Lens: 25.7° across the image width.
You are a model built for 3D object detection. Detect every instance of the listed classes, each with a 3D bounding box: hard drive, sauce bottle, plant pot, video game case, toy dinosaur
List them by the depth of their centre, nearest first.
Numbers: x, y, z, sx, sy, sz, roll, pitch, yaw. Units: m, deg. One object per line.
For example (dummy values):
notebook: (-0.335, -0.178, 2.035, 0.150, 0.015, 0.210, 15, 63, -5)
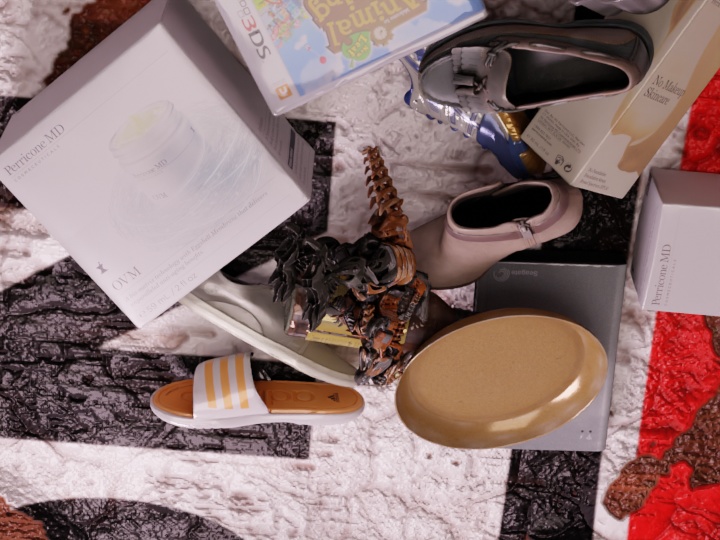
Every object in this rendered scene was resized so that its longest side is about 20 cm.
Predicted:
video game case: (-0.022, -0.244, 1.269, 0.198, 0.022, 0.183, -24, 114, 8)
toy dinosaur: (0.000, 0.000, 1.356, 0.134, 0.102, 0.203, -5, 86, -25)
sauce bottle: (0.030, 0.045, 1.434, 0.198, 0.065, 0.065, 11, 115, -11)
plant pot: (0.126, 0.095, 1.439, 0.197, 0.028, 0.201, -6, 139, -5)
hard drive: (0.173, 0.076, 1.499, 0.138, 0.033, 0.202, 2, 115, -1)

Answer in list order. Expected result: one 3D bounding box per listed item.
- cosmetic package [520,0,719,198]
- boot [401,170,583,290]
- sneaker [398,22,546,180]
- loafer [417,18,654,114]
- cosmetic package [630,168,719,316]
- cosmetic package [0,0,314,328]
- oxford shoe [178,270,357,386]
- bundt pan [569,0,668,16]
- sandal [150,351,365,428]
cosmetic package: (0.236, -0.165, 1.333, 0.105, 0.071, 0.201, 5, 125, -54)
boot: (0.098, -0.037, 1.373, 0.198, 0.146, 0.071, -20, 79, 13)
sneaker: (0.087, -0.156, 1.377, 0.088, 0.075, 0.201, -26, 110, 28)
loafer: (0.135, -0.163, 1.273, 0.198, 0.063, 0.072, -5, 121, 22)
cosmetic package: (0.352, -0.021, 1.427, 0.197, 0.081, 0.114, 2, 117, -3)
cosmetic package: (-0.177, -0.098, 1.365, 0.199, 0.123, 0.200, -36, 109, 15)
oxford shoe: (-0.079, 0.048, 1.467, 0.199, 0.075, 0.058, 31, 87, -15)
bundt pan: (0.223, -0.291, 1.251, 0.202, 0.203, 0.075, -43, 142, 18)
sandal: (-0.096, 0.105, 1.492, 0.204, 0.079, 0.060, 0, 115, -10)
